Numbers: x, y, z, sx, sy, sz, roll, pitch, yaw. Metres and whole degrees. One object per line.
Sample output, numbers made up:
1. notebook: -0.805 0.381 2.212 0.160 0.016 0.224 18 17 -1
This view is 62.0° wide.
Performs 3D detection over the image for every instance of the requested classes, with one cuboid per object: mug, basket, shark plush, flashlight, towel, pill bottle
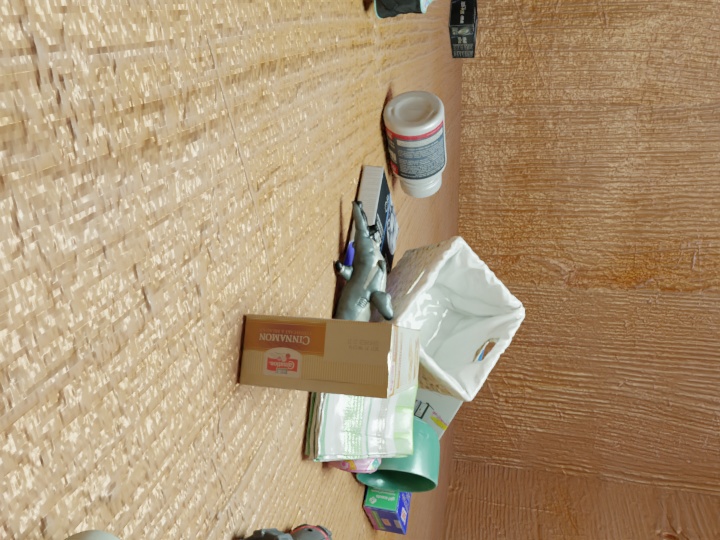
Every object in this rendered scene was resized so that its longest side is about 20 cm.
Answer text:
1. mug: 0.067 0.343 1.130 0.185 0.151 0.115 124 -22 -55
2. basket: 0.133 0.082 1.023 0.200 0.161 0.199 45 69 -17
3. shark plush: 0.000 0.000 0.904 0.091 0.083 0.202 -144 -125 -60
4. flashlight: -0.078 0.320 0.679 0.200 0.067 0.068 67 31 -62
5. towel: 0.011 0.199 0.872 0.199 0.031 0.150 14 78 -40
6. pill bottle: 0.115 -0.247 1.216 0.201 0.119 0.120 76 23 -52

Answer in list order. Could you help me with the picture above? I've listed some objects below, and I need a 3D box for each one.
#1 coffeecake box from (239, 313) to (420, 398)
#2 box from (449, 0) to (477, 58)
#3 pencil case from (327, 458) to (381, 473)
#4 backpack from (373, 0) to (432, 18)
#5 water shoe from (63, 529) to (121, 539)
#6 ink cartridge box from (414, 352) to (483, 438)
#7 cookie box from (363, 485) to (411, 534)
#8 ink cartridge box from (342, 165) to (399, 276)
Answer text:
1. coffeecake box: -0.022 0.093 0.671 0.200 0.152 0.074 28 66 -75
2. box: 0.380 -0.906 2.196 0.200 0.085 0.165 51 45 -70
3. pencil case: 0.000 0.208 0.934 0.087 0.087 0.202 43 53 -72
4. backpack: 0.088 -0.527 0.984 0.201 0.152 0.177 -79 160 -54
5. water shoe: -0.153 0.216 0.395 0.079 0.071 0.201 -114 -168 -53
6. ink cartridge box: 0.135 0.230 1.215 0.147 0.144 0.201 -51 167 -57
7. cookie box: 0.070 0.441 1.297 0.172 0.075 0.201 76 22 -51
8. ink cartridge box: 0.024 -0.044 1.056 0.198 0.043 0.201 69 29 -59
